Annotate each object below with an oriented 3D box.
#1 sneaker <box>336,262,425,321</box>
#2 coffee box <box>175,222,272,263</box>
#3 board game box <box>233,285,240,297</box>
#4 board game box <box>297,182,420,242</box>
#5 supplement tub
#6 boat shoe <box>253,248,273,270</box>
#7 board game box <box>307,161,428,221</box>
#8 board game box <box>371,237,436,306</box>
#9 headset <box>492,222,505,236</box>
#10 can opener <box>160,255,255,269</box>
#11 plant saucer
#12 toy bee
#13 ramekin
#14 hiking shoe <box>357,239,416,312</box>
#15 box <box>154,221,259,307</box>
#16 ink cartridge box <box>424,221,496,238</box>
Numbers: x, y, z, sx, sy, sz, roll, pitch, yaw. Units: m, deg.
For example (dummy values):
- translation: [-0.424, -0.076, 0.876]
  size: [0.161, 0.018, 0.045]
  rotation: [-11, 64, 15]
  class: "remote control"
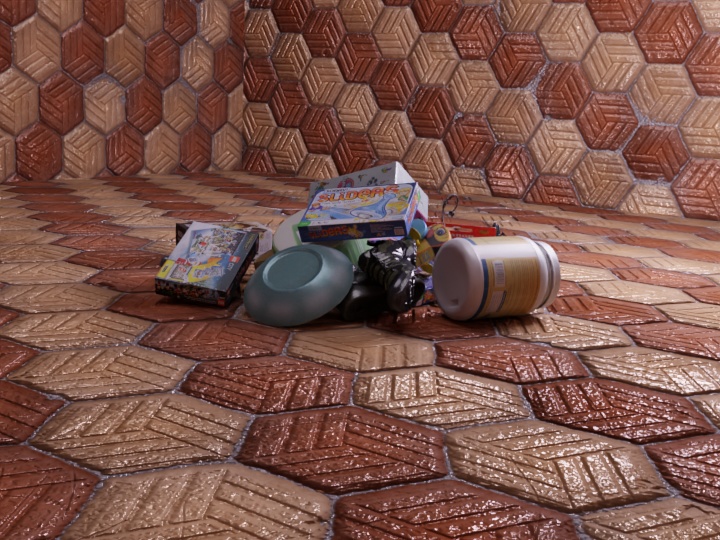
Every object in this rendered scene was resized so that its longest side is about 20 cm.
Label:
- translation: [0.022, 0.026, 1.570]
  size: [0.198, 0.077, 0.114]
  rotation: [-10, 42, -36]
  class: "sneaker"
- translation: [-0.311, -0.063, 1.992]
  size: [0.198, 0.081, 0.113]
  rotation: [-2, 13, -25]
  class: "coffee box"
- translation: [-0.306, 0.020, 1.712]
  size: [0.118, 0.033, 0.200]
  rotation: [-5, 13, -16]
  class: "board game box"
- translation: [0.000, -0.106, 1.588]
  size: [0.197, 0.035, 0.136]
  rotation: [-3, 33, 17]
  class: "board game box"
- translation: [0.244, 0.012, 1.576]
  size: [0.198, 0.147, 0.144]
  rotation: [-2, 12, -26]
  class: "supplement tub"
- translation: [-0.144, -0.050, 1.827]
  size: [0.198, 0.077, 0.072]
  rotation: [-18, 31, 20]
  class: "boat shoe"
- translation: [0.016, -0.135, 1.752]
  size: [0.198, 0.065, 0.147]
  rotation: [-11, -31, 28]
  class: "board game box"
- translation: [0.092, -0.003, 1.734]
  size: [0.134, 0.035, 0.200]
  rotation: [-10, 35, -40]
  class: "board game box"
- translation: [0.262, -0.045, 1.953]
  size: [0.122, 0.095, 0.200]
  rotation: [2, -8, -16]
  class: "headset"
- translation: [-0.297, -0.033, 1.736]
  size: [0.198, 0.068, 0.053]
  rotation: [-6, 14, -37]
  class: "can opener"
- translation: [-0.111, 0.011, 1.503]
  size: [0.198, 0.039, 0.202]
  rotation: [-10, 40, 8]
  class: "plant saucer"
- translation: [0.126, -0.052, 1.631]
  size: [0.130, 0.201, 0.109]
  rotation: [30, 11, -46]
  class: "toy bee"
- translation: [-0.072, -0.040, 1.664]
  size: [0.197, 0.099, 0.201]
  rotation: [-11, 35, 8]
  class: "ramekin"
- translation: [0.043, 0.008, 1.487]
  size: [0.099, 0.077, 0.201]
  rotation: [6, 26, 2]
  class: "hiking shoe"
- translation: [-0.282, -0.015, 1.636]
  size: [0.135, 0.038, 0.201]
  rotation: [11, 35, 7]
  class: "box"
- translation: [0.198, -0.033, 1.810]
  size: [0.159, 0.051, 0.200]
  rotation: [5, -20, 9]
  class: "ink cartridge box"
